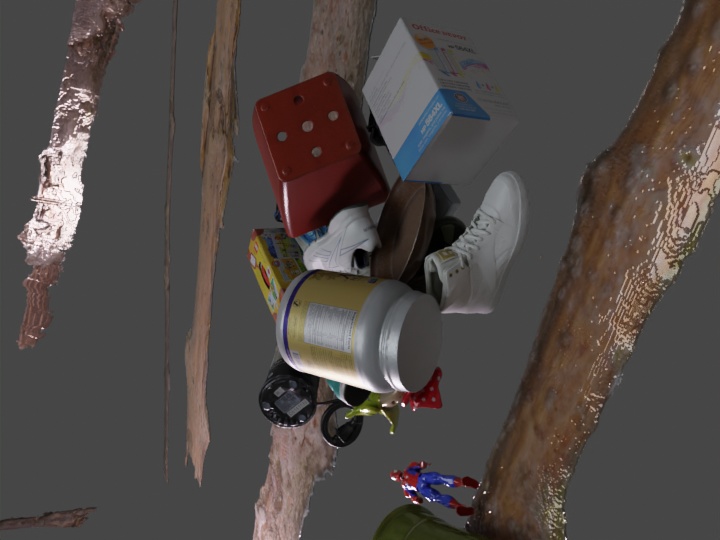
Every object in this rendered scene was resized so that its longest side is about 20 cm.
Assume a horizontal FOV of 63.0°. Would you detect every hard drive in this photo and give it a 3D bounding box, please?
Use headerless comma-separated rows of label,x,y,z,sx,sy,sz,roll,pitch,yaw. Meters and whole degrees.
hard drive,0.083,-0.081,0.962,0.134,0.026,0.202,63,143,33

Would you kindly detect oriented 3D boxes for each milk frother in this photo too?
milk frother,-0.091,0.241,1.212,0.189,0.176,0.204,-81,-32,-67

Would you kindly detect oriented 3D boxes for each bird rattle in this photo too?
bird rattle,0.051,0.175,0.986,0.201,0.110,0.166,125,148,-43

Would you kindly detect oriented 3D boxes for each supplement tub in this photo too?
supplement tub,-0.002,0.081,0.796,0.196,0.144,0.150,7,101,34

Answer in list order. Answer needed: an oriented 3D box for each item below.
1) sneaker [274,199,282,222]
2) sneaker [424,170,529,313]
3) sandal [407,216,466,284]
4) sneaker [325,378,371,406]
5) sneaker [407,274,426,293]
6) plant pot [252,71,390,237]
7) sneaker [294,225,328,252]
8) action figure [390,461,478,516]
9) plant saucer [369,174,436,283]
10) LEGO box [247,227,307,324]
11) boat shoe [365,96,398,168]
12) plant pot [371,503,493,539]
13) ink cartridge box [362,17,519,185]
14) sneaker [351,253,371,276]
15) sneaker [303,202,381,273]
sneaker,-0.119,-0.095,1.221,0.203,0.109,0.074,63,143,33
sneaker,0.148,-0.031,0.773,0.074,0.113,0.205,40,126,51
sandal,0.109,-0.001,0.897,0.058,0.078,0.204,-93,22,-53
sneaker,-0.004,0.118,0.996,0.119,0.083,0.204,10,69,54
sneaker,0.067,0.090,0.895,0.201,0.089,0.067,-48,60,11
plant pot,-0.071,-0.198,0.948,0.176,0.195,0.205,70,180,-80
sneaker,-0.080,-0.076,1.144,0.203,0.088,0.078,61,-168,-7
action figure,0.107,0.344,0.947,0.199,0.051,0.067,-19,57,61
plant saucer,0.066,-0.057,0.880,0.200,0.036,0.206,-164,89,-75
LEGO box,-0.134,0.005,1.224,0.202,0.145,0.078,59,140,37
boat shoe,0.040,-0.233,0.944,0.067,0.071,0.202,-39,49,13
plant pot,0.134,0.441,0.813,0.187,0.197,0.206,-16,80,46
ink cartridge box,0.100,-0.239,0.812,0.126,0.126,0.204,-52,51,46
sneaker,0.000,0.000,1.032,0.116,0.074,0.205,109,145,-68
sneaker,-0.034,-0.027,0.971,0.089,0.073,0.200,61,145,12
